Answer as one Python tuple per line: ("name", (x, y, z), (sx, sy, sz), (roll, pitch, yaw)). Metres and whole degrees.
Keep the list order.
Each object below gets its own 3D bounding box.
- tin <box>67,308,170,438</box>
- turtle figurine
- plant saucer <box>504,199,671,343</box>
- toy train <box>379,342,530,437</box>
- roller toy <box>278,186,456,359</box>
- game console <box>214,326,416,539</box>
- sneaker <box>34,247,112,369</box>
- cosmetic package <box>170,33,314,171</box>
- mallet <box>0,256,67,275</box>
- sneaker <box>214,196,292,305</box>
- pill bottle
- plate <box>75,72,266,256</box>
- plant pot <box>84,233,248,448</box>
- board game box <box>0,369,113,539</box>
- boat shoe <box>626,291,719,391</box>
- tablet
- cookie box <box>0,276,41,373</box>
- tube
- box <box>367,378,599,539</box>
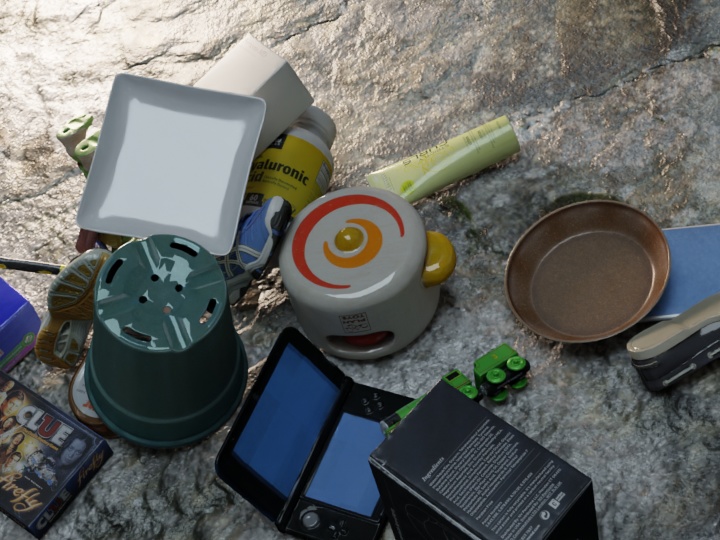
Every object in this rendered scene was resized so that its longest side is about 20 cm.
("tin", (-0.285, 0.112, 1.741), (0.111, 0.042, 0.202), (9, 57, 26))
("turtle figurine", (-0.291, -0.114, 1.812), (0.197, 0.195, 0.145), (-16, 39, 12))
("plant saucer", (0.269, 0.008, 1.658), (0.198, 0.037, 0.203), (-12, 52, 16))
("toy train", (0.105, 0.144, 1.589), (0.198, 0.042, 0.056), (-28, 43, -22))
("roller toy", (0.000, 0.000, 1.680), (0.182, 0.140, 0.199), (-43, 55, -17))
("game console", (-0.037, 0.187, 1.565), (0.169, 0.119, 0.202), (13, 59, 24))
("sneaker", (-0.349, 0.028, 1.735), (0.075, 0.201, 0.088), (24, 39, -16))
("cosmetic package", (-0.169, -0.192, 1.788), (0.200, 0.081, 0.113), (-46, 43, -6))
("mallet", (-0.375, -0.006, 1.796), (0.197, 0.066, 0.042), (11, 52, -3))
("sneaker", (-0.145, -0.029, 1.704), (0.077, 0.200, 0.076), (33, 48, -8))
("pill bottle", (-0.097, -0.114, 1.812), (0.110, 0.112, 0.202), (7, 55, 19))
("plate", (-0.225, -0.126, 1.697), (0.197, 0.032, 0.202), (11, 76, 9))
("plant pot", (-0.226, 0.071, 1.620), (0.197, 0.197, 0.203), (2, 59, -4))
("board game box", (-0.413, 0.217, 1.697), (0.198, 0.035, 0.136), (26, 64, 30))
("boat shoe", (0.395, 0.073, 1.578), (0.198, 0.063, 0.073), (-23, 16, -6))
("tablet", (0.393, 0.002, 1.654), (0.197, 0.014, 0.132), (-6, 53, 12))
("cookie box", (-0.529, 0.070, 1.813), (0.199, 0.076, 0.171), (34, 68, 33))
("tube", (0.108, -0.136, 1.815), (0.198, 0.052, 0.058), (-24, 11, 3))
("box", (0.129, 0.250, 1.420), (0.195, 0.201, 0.124), (31, 64, 31))
